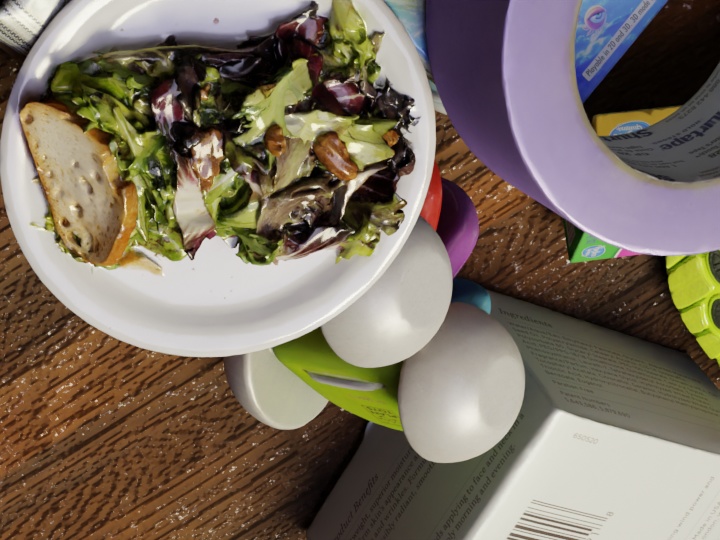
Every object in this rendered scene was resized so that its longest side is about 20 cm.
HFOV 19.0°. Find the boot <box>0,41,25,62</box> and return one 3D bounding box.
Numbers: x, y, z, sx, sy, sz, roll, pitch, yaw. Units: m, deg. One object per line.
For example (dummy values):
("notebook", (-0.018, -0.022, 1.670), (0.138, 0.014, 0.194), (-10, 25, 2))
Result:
("boot", (-0.142, -0.184, 0.969), (0.200, 0.077, 0.155), (32, 102, -32))

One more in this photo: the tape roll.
("tape roll", (0.136, -0.113, 0.968), (0.199, 0.085, 0.201), (-8, 111, -21))

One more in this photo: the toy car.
("toy car", (0.000, 0.000, 1.131), (0.200, 0.175, 0.150), (52, 57, -41))

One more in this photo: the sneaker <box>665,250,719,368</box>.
("sneaker", (0.242, 0.021, 1.311), (0.074, 0.084, 0.200), (-11, 121, 27))

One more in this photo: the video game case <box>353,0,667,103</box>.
("video game case", (0.076, -0.183, 0.993), (0.181, 0.045, 0.200), (39, 90, -26))

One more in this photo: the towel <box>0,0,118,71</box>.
("towel", (-0.060, -0.154, 0.992), (0.200, 0.034, 0.192), (-57, 141, -1))

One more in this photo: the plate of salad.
("plate of salad", (-0.060, -0.049, 0.961), (0.199, 0.048, 0.201), (-5, 113, -13))

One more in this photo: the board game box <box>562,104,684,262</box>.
("board game box", (0.217, -0.053, 1.169), (0.199, 0.040, 0.153), (-7, 166, -3))

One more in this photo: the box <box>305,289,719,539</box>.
("box", (0.109, 0.140, 1.285), (0.199, 0.131, 0.199), (17, 115, -35))

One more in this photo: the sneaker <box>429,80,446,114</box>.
("sneaker", (0.096, -0.175, 1.082), (0.200, 0.080, 0.131), (-37, 134, -10))
